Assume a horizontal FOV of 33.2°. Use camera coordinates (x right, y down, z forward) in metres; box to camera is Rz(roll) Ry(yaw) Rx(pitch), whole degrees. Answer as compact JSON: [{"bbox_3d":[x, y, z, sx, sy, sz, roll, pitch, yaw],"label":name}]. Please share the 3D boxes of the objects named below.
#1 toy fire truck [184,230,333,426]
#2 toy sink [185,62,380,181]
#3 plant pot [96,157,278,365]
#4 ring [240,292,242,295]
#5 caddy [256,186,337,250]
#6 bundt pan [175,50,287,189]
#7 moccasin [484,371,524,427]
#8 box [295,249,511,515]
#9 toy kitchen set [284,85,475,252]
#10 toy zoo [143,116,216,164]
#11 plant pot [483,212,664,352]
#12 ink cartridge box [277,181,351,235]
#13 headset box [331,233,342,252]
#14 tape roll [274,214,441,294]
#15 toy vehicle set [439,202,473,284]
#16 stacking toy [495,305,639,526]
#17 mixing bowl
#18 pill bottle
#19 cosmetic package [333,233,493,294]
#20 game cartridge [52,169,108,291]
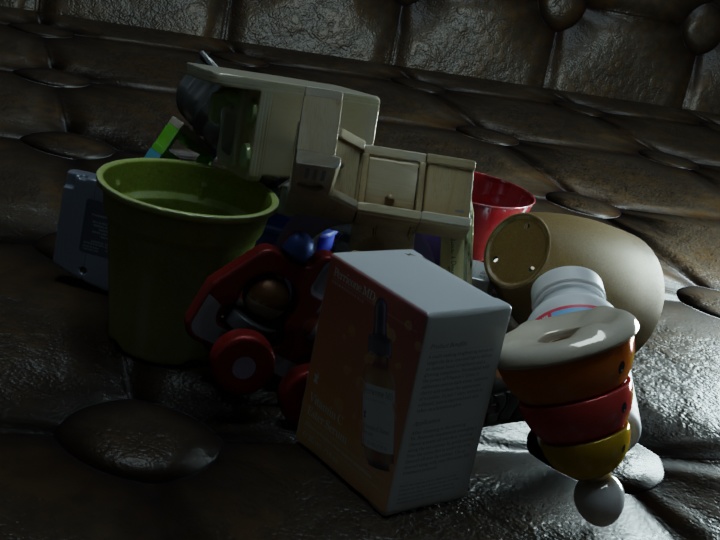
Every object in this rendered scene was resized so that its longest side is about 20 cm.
[{"bbox_3d":[-0.069,0.049,1.233,0.199,0.169,0.112,29,11,-24],"label":"toy fire truck"},{"bbox_3d":[-0.098,-0.163,1.378,0.198,0.113,0.130,5,11,-25],"label":"toy sink"},{"bbox_3d":[-0.200,-0.005,1.324,0.198,0.186,0.201,10,18,-3],"label":"plant pot"},{"bbox_3d":[-0.158,0.006,1.576,0.198,0.019,0.201,12,18,-4],"label":"ring"},{"bbox_3d":[-0.121,-0.061,1.595,0.199,0.106,0.141,26,22,36],"label":"caddy"},{"bbox_3d":[-0.160,-0.180,1.536,0.202,0.076,0.202,48,2,-2],"label":"bundt pan"},{"bbox_3d":[0.108,0.129,1.303,0.200,0.075,0.077,-5,19,-37],"label":"moccasin"},{"bbox_3d":[0.036,0.100,1.143,0.105,0.202,0.152,-4,23,-38],"label":"box"},{"bbox_3d":[0.023,-0.064,1.233,0.197,0.165,0.181,8,-14,-5],"label":"toy kitchen set"},{"bbox_3d":[-0.264,-0.090,1.534,0.020,0.201,0.131,33,-1,17],"label":"toy zoo"},{"bbox_3d":[0.241,0.006,1.456,0.186,0.188,0.199,30,2,43],"label":"plant pot"},{"bbox_3d":[0.011,-0.078,1.536,0.198,0.044,0.196,17,14,8],"label":"ink cartridge box"},{"bbox_3d":[0.044,-0.007,1.646,0.199,0.076,0.148,27,23,37],"label":"headset box"},{"bbox_3d":[0.000,0.000,1.409,0.198,0.202,0.085,15,19,9],"label":"tape roll"},{"bbox_3d":[0.110,0.002,1.375,0.026,0.202,0.124,0,-20,10],"label":"toy vehicle set"},{"bbox_3d":[0.212,0.145,1.149,0.144,0.202,0.146,-15,7,2],"label":"stacking toy"},{"bbox_3d":[0.164,-0.082,1.885,0.198,0.110,0.200,11,19,-4],"label":"mixing bowl"},{"bbox_3d":[0.233,0.097,1.294,0.107,0.109,0.202,8,48,-11],"label":"pill bottle"},{"bbox_3d":[0.059,0.029,1.502,0.198,0.114,0.081,17,18,10],"label":"cosmetic package"},{"bbox_3d":[-0.266,-0.034,1.443,0.198,0.135,0.042,15,19,6],"label":"game cartridge"}]
